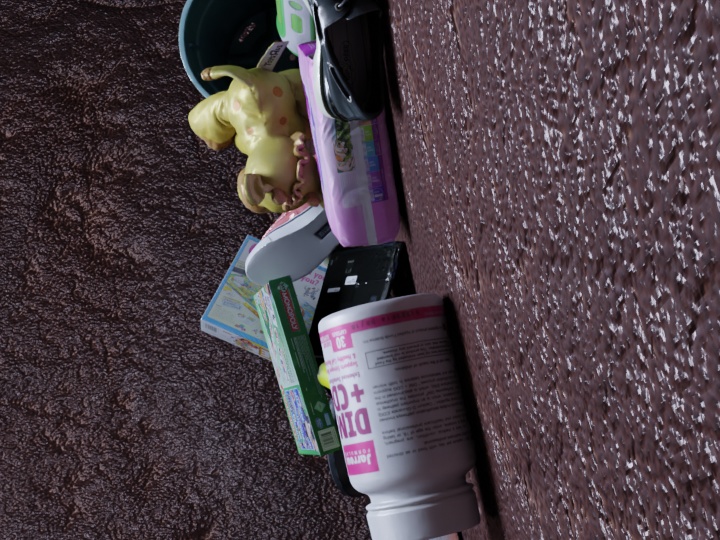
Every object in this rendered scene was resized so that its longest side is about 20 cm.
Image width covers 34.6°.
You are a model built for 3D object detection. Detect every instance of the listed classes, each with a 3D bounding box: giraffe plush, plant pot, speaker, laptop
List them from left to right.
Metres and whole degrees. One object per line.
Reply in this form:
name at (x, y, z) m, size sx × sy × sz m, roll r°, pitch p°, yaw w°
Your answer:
plant pot at (-0.121, -0.291, 1.519) m, size 0.196 × 0.200 × 0.201 m, roll -38°, pitch -63°, yaw -87°
giraffe plush at (-0.092, -0.133, 1.276) m, size 0.200 × 0.172 × 0.162 m, roll 114°, pitch 144°, yaw -72°
speaker at (-0.049, -0.295, 1.192) m, size 0.200 × 0.088 × 0.089 m, roll 94°, pitch 164°, yaw -73°
laptop at (0.019, 0.082, 1.284) m, size 0.177 × 0.103 × 0.200 m, roll -8°, pitch 65°, yaw 63°

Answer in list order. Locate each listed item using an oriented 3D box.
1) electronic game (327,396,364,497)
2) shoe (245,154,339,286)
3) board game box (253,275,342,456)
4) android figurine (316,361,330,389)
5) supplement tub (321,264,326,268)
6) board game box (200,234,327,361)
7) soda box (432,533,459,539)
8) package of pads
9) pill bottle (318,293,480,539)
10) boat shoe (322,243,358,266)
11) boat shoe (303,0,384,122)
electronic game at (0.005, 0.194, 1.503) m, size 0.200 × 0.042 × 0.200 m, roll 4°, pitch -90°, yaw -65°
shoe at (-0.059, -0.067, 1.367) m, size 0.071 × 0.200 × 0.091 m, roll 36°, pitch -153°, yaw -33°
board game box at (-0.075, 0.112, 1.326) m, size 0.135 × 0.029 × 0.200 m, roll 148°, pitch 105°, yaw -76°
android figurine at (0.028, 0.158, 1.183) m, size 0.200 × 0.041 × 0.182 m, roll 25°, pitch 143°, yaw 54°
supplement tub at (-0.069, 0.006, 1.791) m, size 0.200 × 0.145 × 0.146 m, roll 86°, pitch 171°, yaw -60°
board game box at (-0.080, 0.053, 1.442) m, size 0.034 × 0.200 × 0.135 m, roll 104°, pitch -169°, yaw -62°
soda box at (0.077, 0.320, 1.227) m, size 0.064 × 0.068 × 0.200 m, roll 85°, pitch 171°, yaw -53°
package of pads at (-0.011, -0.134, 1.172) m, size 0.121 × 0.076 × 0.200 m, roll -118°, pitch 17°, yaw -69°
pill bottle at (0.037, 0.128, 0.999) m, size 0.113 × 0.113 × 0.200 m, roll 109°, pitch 149°, yaw -81°
boat shoe at (0.000, 0.000, 1.398) m, size 0.201 × 0.061 × 0.072 m, roll 55°, pitch 172°, yaw 23°
boat shoe at (-0.009, -0.224, 1.022) m, size 0.066 × 0.074 × 0.200 m, roll 28°, pitch 126°, yaw 46°
